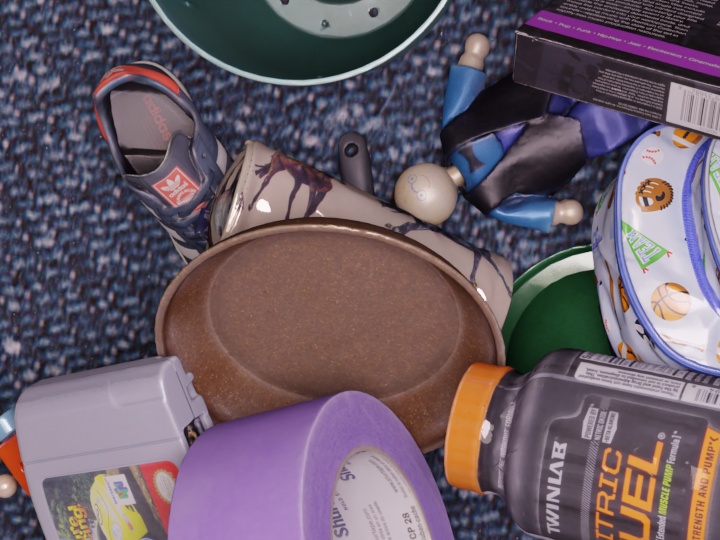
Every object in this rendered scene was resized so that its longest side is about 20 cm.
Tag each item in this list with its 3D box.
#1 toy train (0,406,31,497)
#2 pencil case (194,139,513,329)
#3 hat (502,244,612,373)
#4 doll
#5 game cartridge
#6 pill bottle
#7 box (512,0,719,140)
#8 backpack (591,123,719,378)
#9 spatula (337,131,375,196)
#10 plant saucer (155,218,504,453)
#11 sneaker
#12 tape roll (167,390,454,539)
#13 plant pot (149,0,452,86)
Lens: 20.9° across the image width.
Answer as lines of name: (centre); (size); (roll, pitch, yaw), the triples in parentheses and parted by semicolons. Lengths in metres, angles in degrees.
toy train: (-0.132, 0.143, 1.204); (0.200, 0.056, 0.150); (50, 126, 0)
pencil case: (0.000, 0.000, 1.175); (0.199, 0.078, 0.090); (24, 101, -15)
hat: (0.157, 0.078, 1.133); (0.199, 0.176, 0.166); (25, 97, 6)
doll: (0.106, -0.093, 1.202); (0.200, 0.048, 0.137); (-35, 77, 6)
game cartridge: (-0.126, 0.152, 1.150); (0.133, 0.041, 0.201); (-11, 106, 37)
pill bottle: (0.147, 0.102, 1.047); (0.199, 0.106, 0.107); (11, 93, 19)
box: (0.191, -0.137, 1.093); (0.142, 0.200, 0.036); (19, 126, 24)
backpack: (0.229, -0.009, 1.098); (0.189, 0.154, 0.201); (-9, 68, -2)
spatula: (0.009, 0.012, 1.233); (0.056, 0.021, 0.201); (-9, 90, 12)
plant saucer: (-0.016, 0.035, 1.119); (0.199, 0.037, 0.201); (4, 136, 4)
sneaker: (-0.102, -0.044, 1.216); (0.075, 0.085, 0.200); (-40, 86, 7)
tape roll: (-0.020, 0.173, 1.084); (0.085, 0.200, 0.201); (-17, 89, 23)
plant pot: (-0.023, -0.204, 1.162); (0.199, 0.161, 0.202); (0, 91, 8)
